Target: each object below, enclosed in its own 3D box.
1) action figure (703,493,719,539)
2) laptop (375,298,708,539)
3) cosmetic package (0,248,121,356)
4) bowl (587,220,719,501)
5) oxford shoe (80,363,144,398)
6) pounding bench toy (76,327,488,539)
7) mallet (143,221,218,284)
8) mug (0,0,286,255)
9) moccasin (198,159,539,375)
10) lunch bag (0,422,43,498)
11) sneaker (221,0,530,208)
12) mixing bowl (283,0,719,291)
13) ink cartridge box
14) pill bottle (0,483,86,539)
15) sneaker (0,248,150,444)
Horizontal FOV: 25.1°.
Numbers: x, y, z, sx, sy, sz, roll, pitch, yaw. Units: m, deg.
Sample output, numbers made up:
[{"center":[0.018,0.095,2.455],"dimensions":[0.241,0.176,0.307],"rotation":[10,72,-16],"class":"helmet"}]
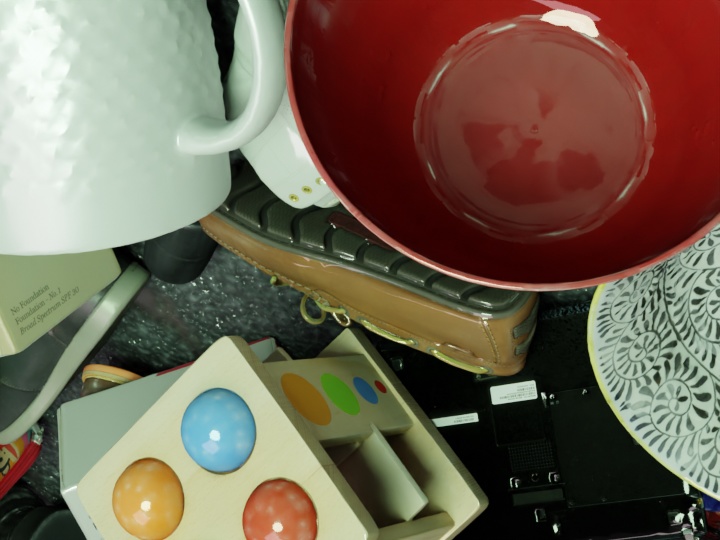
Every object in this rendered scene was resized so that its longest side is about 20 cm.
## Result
[{"center":[0.154,0.114,0.909],"dimensions":[0.200,0.052,0.066],"rotation":[23,135,7],"class":"action figure"},{"center":[0.120,0.122,0.890],"dimensions":[0.177,0.103,0.201],"rotation":[-13,83,30],"class":"laptop"},{"center":[-0.220,-0.061,0.878],"dimensions":[0.073,0.104,0.200],"rotation":[-7,113,33],"class":"cosmetic package"},{"center":[0.213,0.021,0.736],"dimensions":[0.200,0.094,0.201],"rotation":[18,139,16],"class":"bowl"},{"center":[-0.149,0.137,1.083],"dimensions":[0.071,0.073,0.200],"rotation":[8,142,19],"class":"oxford shoe"},{"center":[-0.067,0.142,0.846],"dimensions":[0.200,0.156,0.124],"rotation":[-45,70,21],"class":"pounding bench toy"},{"center":[-0.167,-0.060,0.939],"dimensions":[0.200,0.041,0.066],"rotation":[29,142,10],"class":"mallet"},{"center":[-0.121,-0.112,0.759],"dimensions":[0.200,0.148,0.176],"rotation":[8,116,30],"class":"mug"},{"center":[0.001,-0.001,0.861],"dimensions":[0.201,0.074,0.078],"rotation":[19,138,16],"class":"moccasin"},{"center":[-0.319,0.156,1.127],"dimensions":[0.176,0.200,0.082],"rotation":[-11,120,40],"class":"lunch bag"},{"center":[0.019,-0.062,0.795],"dimensions":[0.200,0.074,0.116],"rotation":[37,143,9],"class":"sneaker"},{"center":[0.072,-0.077,0.674],"dimensions":[0.200,0.201,0.108],"rotation":[23,168,10],"class":"mixing bowl"},{"center":[-0.089,0.159,1.027],"dimensions":[0.144,0.084,0.200],"rotation":[-18,128,1],"class":"ink cartridge box"},{"center":[-0.307,0.215,1.247],"dimensions":[0.199,0.112,0.112],"rotation":[3,133,30],"class":"pill bottle"},{"center":[-0.218,0.027,1.038],"dimensions":[0.106,0.075,0.200],"rotation":[40,131,-3],"class":"sneaker"}]
